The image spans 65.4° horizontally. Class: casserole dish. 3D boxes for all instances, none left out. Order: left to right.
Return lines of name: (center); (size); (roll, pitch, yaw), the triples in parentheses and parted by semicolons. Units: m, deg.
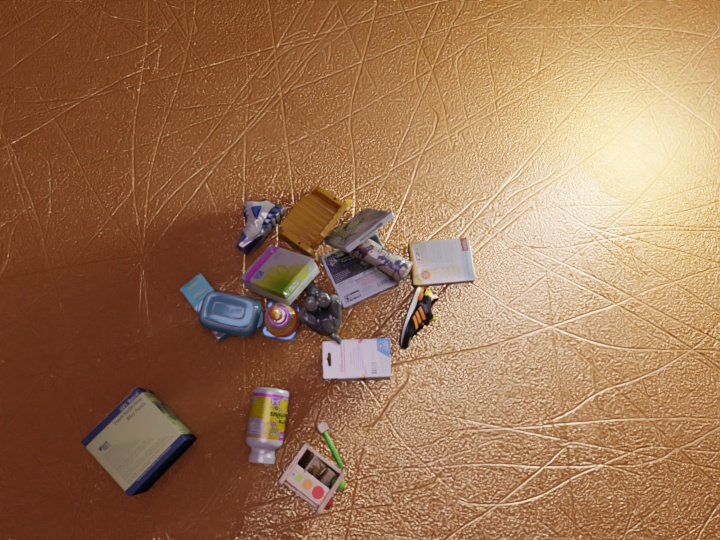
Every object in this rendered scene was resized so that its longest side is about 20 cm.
casserole dish: (-0.385, 0.123, 1.651); (0.199, 0.039, 0.122); (13, 73, -1)

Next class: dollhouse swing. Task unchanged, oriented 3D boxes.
dollhouse swing: (-0.145, -0.169, 1.726); (0.181, 0.176, 0.200); (35, 75, 9)

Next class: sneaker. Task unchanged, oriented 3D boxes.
sneaker: (-0.339, -0.151, 1.771); (0.115, 0.081, 0.200); (34, 68, 11)
sneaker: (0.180, 0.151, 1.703); (0.090, 0.070, 0.201); (18, 72, 6)

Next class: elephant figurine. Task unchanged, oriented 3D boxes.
elephant figurine: (-0.122, 0.107, 1.684); (0.141, 0.200, 0.156); (14, 97, -14)

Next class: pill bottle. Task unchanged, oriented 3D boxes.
pill bottle: (-0.264, 0.436, 1.581); (0.104, 0.104, 0.201); (6, 74, -1)

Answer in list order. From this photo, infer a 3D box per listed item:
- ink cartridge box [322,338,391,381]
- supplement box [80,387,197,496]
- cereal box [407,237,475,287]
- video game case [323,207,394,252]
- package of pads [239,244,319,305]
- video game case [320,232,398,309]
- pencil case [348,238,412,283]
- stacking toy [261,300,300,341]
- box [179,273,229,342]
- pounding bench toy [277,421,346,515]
ink cartridge box: (-0.013, 0.266, 1.662); (0.199, 0.068, 0.116); (-1, 73, -4)
supplement box: (-0.601, 0.466, 1.540); (0.200, 0.134, 0.200); (42, 76, 9)
cereal box: (0.255, -0.025, 1.775); (0.199, 0.040, 0.145); (-4, 74, -4)
video game case: (-0.009, -0.128, 1.722); (0.182, 0.200, 0.022); (-38, 111, -12)
package of pads: (-0.238, 0.010, 1.671); (0.199, 0.068, 0.155); (18, 56, 37)
video game case: (0.000, 0.000, 1.766); (0.199, 0.023, 0.183); (-24, 77, -8)
pencil case: (0.062, -0.033, 1.722); (0.199, 0.089, 0.078); (29, 84, 4)
stacking toy: (-0.235, 0.134, 1.620); (0.109, 0.200, 0.117); (10, 77, 1)
box: (-0.453, 0.112, 1.696); (0.082, 0.049, 0.200); (-38, 79, -12)
pounding bench toy: (-0.102, 0.542, 1.547); (0.156, 0.124, 0.200); (34, 75, 7)
